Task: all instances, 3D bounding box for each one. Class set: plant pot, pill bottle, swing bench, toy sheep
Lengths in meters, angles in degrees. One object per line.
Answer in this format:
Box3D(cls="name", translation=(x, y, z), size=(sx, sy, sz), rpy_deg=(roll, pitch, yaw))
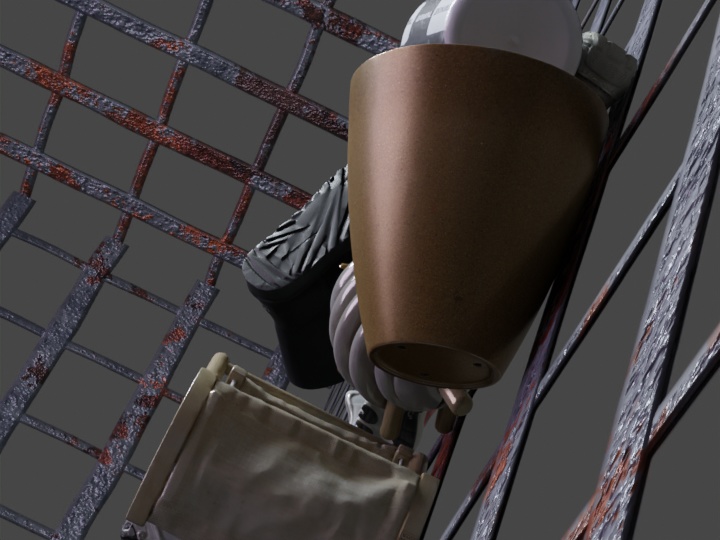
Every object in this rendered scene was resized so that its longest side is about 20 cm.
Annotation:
Box3D(cls="plant pot", translation=(0.066, -0.026, 1.263), size=(0.186, 0.186, 0.200), rpy_deg=(119, 164, -69))
Box3D(cls="pill bottle", translation=(0.091, -0.169, 1.392), size=(0.106, 0.106, 0.200), rpy_deg=(-64, 12, -2))
Box3D(cls="swing bench", translation=(-0.055, 0.165, 1.392), size=(0.130, 0.199, 0.200), rpy_deg=(-64, 2, -1))
Box3D(cls="toy sheep", translation=(0.040, 0.053, 1.421), size=(0.200, 0.138, 0.138), rpy_deg=(49, 120, 46))

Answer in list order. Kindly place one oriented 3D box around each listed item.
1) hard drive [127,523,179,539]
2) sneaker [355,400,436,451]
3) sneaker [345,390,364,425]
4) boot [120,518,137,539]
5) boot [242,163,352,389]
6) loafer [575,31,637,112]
Box3D(cls="hard drive", translation=(-0.075, 0.198, 1.511), size=(0.140, 0.200, 0.038), rpy_deg=(-63, 1, -1))
Box3D(cls="sneaker", translation=(0.053, 0.079, 1.602), size=(0.200, 0.077, 0.085), rpy_deg=(-61, -6, 34))
Box3D(cls="sneaker", translation=(-0.024, 0.211, 1.793), size=(0.075, 0.087, 0.200), rpy_deg=(129, 165, -78))
Box3D(cls="boot", translation=(-0.152, 0.222, 1.619), size=(0.158, 0.079, 0.211), rpy_deg=(12, 113, 52))
Box3D(cls="boot", translation=(0.000, 0.000, 1.560), size=(0.200, 0.076, 0.168), rpy_deg=(-38, -35, -11))
Box3D(cls="loafer", translation=(0.164, -0.142, 1.436), size=(0.070, 0.070, 0.200), rpy_deg=(-56, 2, -2))
